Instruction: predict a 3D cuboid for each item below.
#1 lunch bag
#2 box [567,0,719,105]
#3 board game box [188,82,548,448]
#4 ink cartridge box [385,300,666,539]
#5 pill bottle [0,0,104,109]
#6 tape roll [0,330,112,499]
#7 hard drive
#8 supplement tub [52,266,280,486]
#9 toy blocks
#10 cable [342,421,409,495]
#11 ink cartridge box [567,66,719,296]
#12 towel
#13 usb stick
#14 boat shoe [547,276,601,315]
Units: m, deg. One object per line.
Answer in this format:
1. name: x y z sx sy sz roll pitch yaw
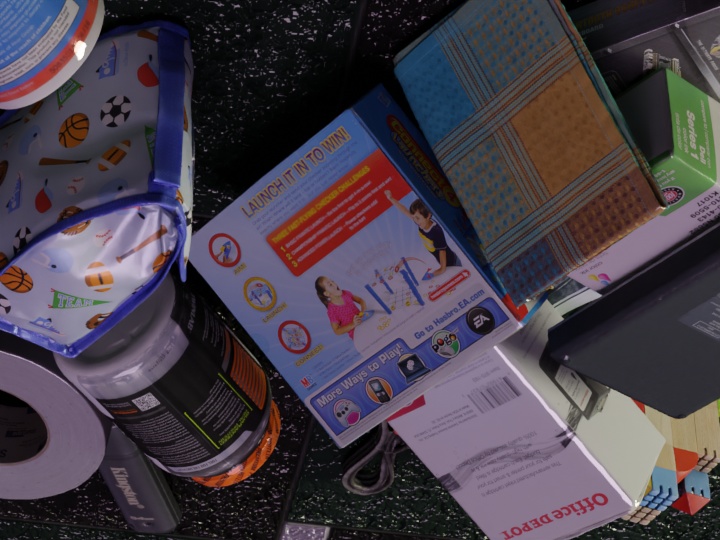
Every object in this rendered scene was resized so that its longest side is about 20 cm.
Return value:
1. lunch bag: -0.182 -0.061 1.485 0.124 0.170 0.200 23 137 -30
2. box: 0.225 -0.122 1.495 0.158 0.048 0.200 -20 139 24
3. board game box: 0.000 0.000 1.530 0.200 0.056 0.196 -36 94 35
4. ink cartridge box: 0.116 0.111 1.636 0.145 0.083 0.200 -29 108 42
5. pill bottle: -0.265 -0.202 1.350 0.112 0.112 0.200 -20 139 25
6. tape roll: -0.305 0.106 1.770 0.200 0.066 0.200 5 136 5
7. hard drive: 0.251 0.034 1.494 0.139 0.033 0.200 25 137 -32
8. supplement tub: -0.152 0.088 1.720 0.122 0.123 0.200 -15 139 20
9. toy blocks: 0.229 0.148 1.777 0.200 0.137 0.100 16 140 -19
10. cable: 0.031 0.155 1.858 0.097 0.050 0.200 16 139 -31
11. ink cartridge box: 0.230 -0.038 1.495 0.200 0.084 0.145 28 135 -33
12. towel: 0.112 -0.095 1.436 0.147 0.200 0.022 -36 166 37
13. usb stick: -0.210 0.180 1.916 0.055 0.033 0.200 -6 143 8
14. boat shoe: 0.123 -0.001 1.649 0.200 0.071 0.091 -33 125 32
